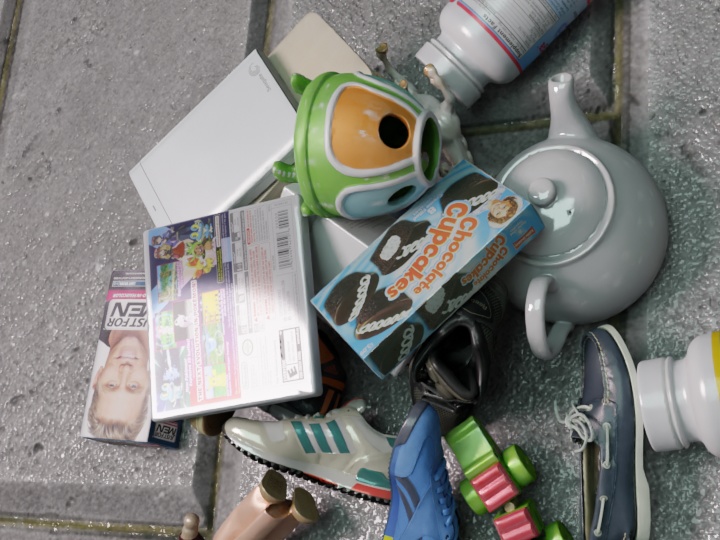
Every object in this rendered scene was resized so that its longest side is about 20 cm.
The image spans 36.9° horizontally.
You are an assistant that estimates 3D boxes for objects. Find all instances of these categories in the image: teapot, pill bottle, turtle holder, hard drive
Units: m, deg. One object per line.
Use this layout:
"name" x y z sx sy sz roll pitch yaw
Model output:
"teapot" 0.192 -0.045 1.032 0.197 0.146 0.200 -42 60 9
"pill bottle" 0.156 -0.272 1.148 0.200 0.109 0.109 -45 59 7
"pill bottle" 0.345 0.101 0.925 0.199 0.111 0.112 -12 68 24
"turtle holder" 0.008 -0.105 1.029 0.131 0.186 0.141 4 53 19
"hard drive" -0.148 -0.121 1.142 0.200 0.027 0.132 -41 60 14

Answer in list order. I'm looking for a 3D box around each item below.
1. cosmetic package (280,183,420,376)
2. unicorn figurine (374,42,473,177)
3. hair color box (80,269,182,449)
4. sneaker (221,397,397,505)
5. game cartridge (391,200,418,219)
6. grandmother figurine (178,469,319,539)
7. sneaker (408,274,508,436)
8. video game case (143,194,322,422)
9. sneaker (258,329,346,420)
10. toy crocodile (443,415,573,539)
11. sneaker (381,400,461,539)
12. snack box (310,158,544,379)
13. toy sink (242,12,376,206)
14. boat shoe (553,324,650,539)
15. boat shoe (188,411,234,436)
"cosmetic package" 0.000 0.000 1.109 0.200 0.081 0.113 37 125 18
"unicorn figurine" 0.068 -0.163 1.160 0.074 0.138 0.200 -31 42 4
"hair color box" -0.252 0.102 1.258 0.100 0.060 0.201 -1 73 27
"sneaker" -0.037 0.168 1.095 0.199 0.070 0.094 18 76 3
"game cartridge" -0.036 -0.061 1.221 0.199 0.038 0.130 13 75 30
"grandmother figurine" -0.135 0.292 1.113 0.121 0.061 0.200 38 111 -4
"sneaker" 0.079 0.103 1.013 0.076 0.200 0.114 24 42 7
"video game case" -0.130 0.038 1.069 0.181 0.023 0.201 -12 73 20
"sneaker" -0.099 0.092 1.184 0.199 0.078 0.112 27 82 21
"toy crocodile" 0.143 0.228 0.997 0.067 0.062 0.200 -32 81 13
"sneaker" 0.067 0.213 1.012 0.078 0.066 0.201 18 120 25
"snack box" 0.058 -0.005 0.982 0.200 0.037 0.116 -43 37 -3
"toy sink" -0.059 -0.155 1.182 0.200 0.112 0.130 -47 59 11
"boat shoe" 0.216 0.151 0.978 0.062 0.075 0.201 -4 87 -8
"boat shoe" -0.155 0.073 1.128 0.062 0.073 0.201 0 67 19
